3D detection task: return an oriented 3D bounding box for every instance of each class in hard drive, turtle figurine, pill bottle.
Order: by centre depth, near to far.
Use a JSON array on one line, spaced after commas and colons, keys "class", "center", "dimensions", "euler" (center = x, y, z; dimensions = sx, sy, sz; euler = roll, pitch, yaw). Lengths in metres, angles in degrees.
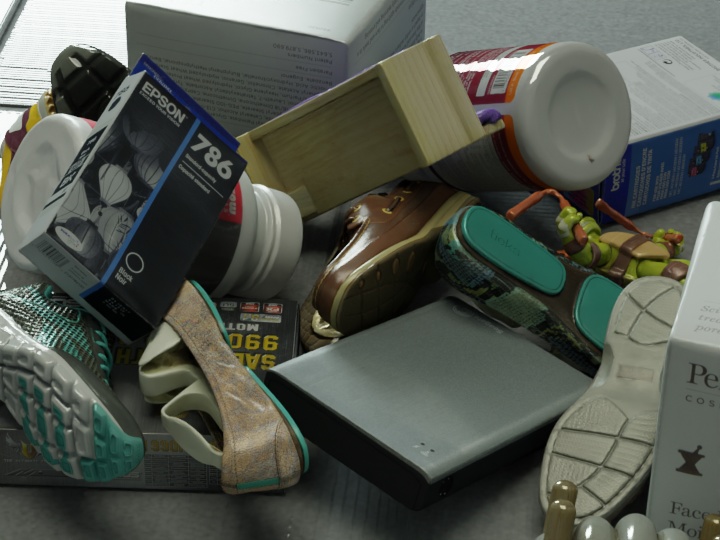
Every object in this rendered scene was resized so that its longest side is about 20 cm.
[{"class": "hard drive", "center": [0.050, 0.083, 1.390], "dimensions": [0.139, 0.033, 0.199], "euler": [31, 31, 29]}, {"class": "pill bottle", "center": [-0.142, -0.036, 1.491], "dimensions": [0.199, 0.111, 0.111], "euler": [13, 22, -38]}, {"class": "turtle figurine", "center": [0.200, -0.006, 1.528], "dimensions": [0.161, 0.065, 0.199], "euler": [22, 7, 35]}, {"class": "pill bottle", "center": [0.104, -0.115, 1.615], "dimensions": [0.109, 0.110, 0.199], "euler": [-23, 14, -32]}]

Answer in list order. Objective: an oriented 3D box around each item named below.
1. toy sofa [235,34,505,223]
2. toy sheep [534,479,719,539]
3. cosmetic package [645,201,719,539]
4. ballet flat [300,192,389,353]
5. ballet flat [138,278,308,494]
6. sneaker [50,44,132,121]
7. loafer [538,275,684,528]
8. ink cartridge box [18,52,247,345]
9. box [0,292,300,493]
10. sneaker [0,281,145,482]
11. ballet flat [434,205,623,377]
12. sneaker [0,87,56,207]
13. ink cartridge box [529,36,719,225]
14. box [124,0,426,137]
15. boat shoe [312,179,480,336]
[{"class": "toy sofa", "center": [0.004, -0.101, 1.551], "dimensions": [0.097, 0.083, 0.200], "euler": [-29, 4, -40]}, {"class": "toy sheep", "center": [0.149, 0.196, 1.177], "dimensions": [0.199, 0.139, 0.138], "euler": [13, 34, 6]}, {"class": "cosmetic package", "center": [0.267, 0.092, 1.275], "dimensions": [0.164, 0.201, 0.165], "euler": [10, 34, 14]}, {"class": "ballet flat", "center": [0.000, 0.000, 1.547], "dimensions": [0.067, 0.047, 0.200], "euler": [9, 34, 13]}, {"class": "ballet flat", "center": [-0.101, 0.071, 1.335], "dimensions": [0.067, 0.068, 0.200], "euler": [-20, 38, -17]}, {"class": "sneaker", "center": [-0.158, -0.093, 1.595], "dimensions": [0.075, 0.200, 0.079], "euler": [-38, 19, 12]}, {"class": "loafer", "center": [0.173, 0.098, 1.384], "dimensions": [0.071, 0.063, 0.201], "euler": [14, 57, 21]}, {"class": "ink cartridge box", "center": [-0.140, -0.057, 1.397], "dimensions": [0.039, 0.099, 0.201], "euler": [-29, 28, 44]}, {"class": "box", "center": [-0.142, 0.079, 1.420], "dimensions": [0.198, 0.049, 0.159], "euler": [2, 33, 1]}, {"class": "sneaker", "center": [-0.186, 0.059, 1.343], "dimensions": [0.091, 0.078, 0.200], "euler": [-21, 41, -35]}, {"class": "ballet flat", "center": [0.136, 0.028, 1.479], "dimensions": [0.200, 0.074, 0.074], "euler": [37, 36, -4]}, {"class": "sneaker", "center": [-0.223, -0.036, 1.585], "dimensions": [0.075, 0.090, 0.201], "euler": [21, 41, -42]}, {"class": "ink cartridge box", "center": [0.211, -0.112, 1.699], "dimensions": [0.199, 0.077, 0.136], "euler": [-14, 36, -25]}, {"class": "box", "center": [-0.066, -0.190, 1.759], "dimensions": [0.199, 0.131, 0.199], "euler": [12, 35, 17]}, {"class": "boat shoe", "center": [0.014, -0.013, 1.488], "dimensions": [0.067, 0.072, 0.200], "euler": [28, 31, 17]}]
